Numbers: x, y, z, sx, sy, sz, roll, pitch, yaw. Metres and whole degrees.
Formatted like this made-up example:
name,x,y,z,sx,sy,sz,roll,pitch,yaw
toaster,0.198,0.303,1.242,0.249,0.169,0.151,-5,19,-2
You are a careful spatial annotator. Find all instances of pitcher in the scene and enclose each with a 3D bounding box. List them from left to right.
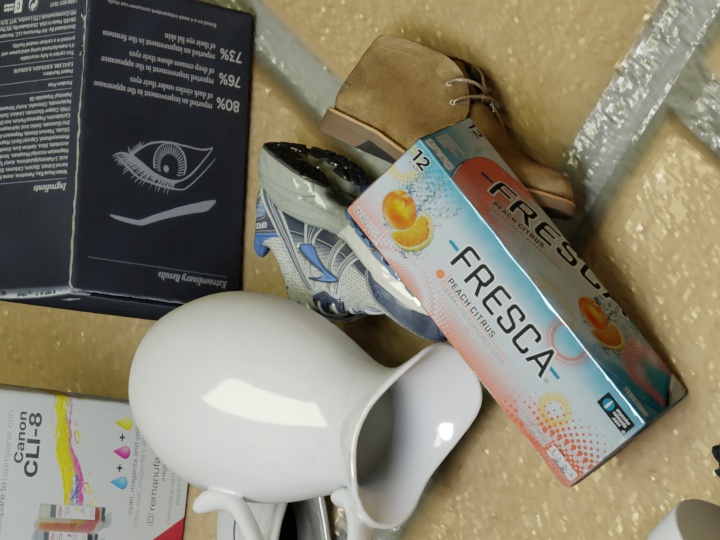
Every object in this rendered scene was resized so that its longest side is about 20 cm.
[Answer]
name,x,y,z,sx,sy,sz,roll,pitch,yaw
pitcher,-0.049,0.102,1.681,0.199,0.121,0.172,13,69,40

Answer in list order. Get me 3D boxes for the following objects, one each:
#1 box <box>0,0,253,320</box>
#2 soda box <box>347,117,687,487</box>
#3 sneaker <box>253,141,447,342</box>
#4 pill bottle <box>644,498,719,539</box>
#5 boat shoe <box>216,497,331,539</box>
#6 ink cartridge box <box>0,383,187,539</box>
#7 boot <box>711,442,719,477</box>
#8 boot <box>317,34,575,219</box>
name,x,y,z,sx,sy,sz,roll,pitch,yaw
box,-0.156,-0.074,1.833,0.104,0.148,0.201,-2,82,43
soda box,0.086,0.016,1.595,0.068,0.064,0.200,-42,82,31
sneaker,0.000,0.000,1.736,0.200,0.077,0.086,42,122,47
pill bottle,0.137,0.218,1.532,0.200,0.111,0.111,-52,53,25
boat shoe,-0.041,0.217,1.735,0.066,0.072,0.201,-23,60,44
ink cartridge box,-0.229,0.144,1.830,0.144,0.199,0.146,4,86,44
boot,0.234,0.045,1.500,0.198,0.073,0.163,47,118,37
boot,0.056,-0.085,1.691,0.200,0.073,0.076,28,93,45
